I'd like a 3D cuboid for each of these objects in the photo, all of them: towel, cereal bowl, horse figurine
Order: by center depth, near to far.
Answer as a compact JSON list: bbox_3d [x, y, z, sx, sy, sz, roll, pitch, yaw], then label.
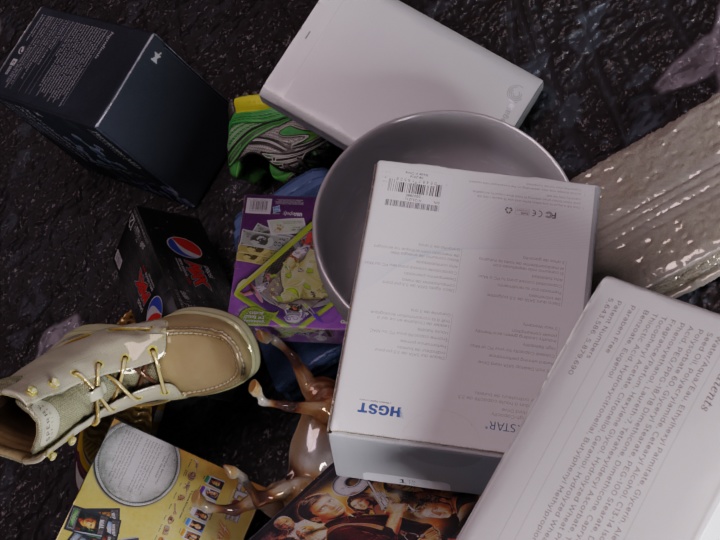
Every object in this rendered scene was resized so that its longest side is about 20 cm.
[{"bbox_3d":[0.242,-0.055,1.004,0.199,0.034,0.133,-30,47,19],"label":"towel"},{"bbox_3d":[0.064,-0.015,1.031,0.198,0.083,0.202,-2,62,3],"label":"cereal bowl"},{"bbox_3d":[-0.047,0.138,1.048,0.050,0.132,0.201,11,79,54],"label":"horse figurine"},{"bbox_3d":[-0.042,0.010,1.164,0.111,0.049,0.201,-30,47,15],"label":"towel"}]

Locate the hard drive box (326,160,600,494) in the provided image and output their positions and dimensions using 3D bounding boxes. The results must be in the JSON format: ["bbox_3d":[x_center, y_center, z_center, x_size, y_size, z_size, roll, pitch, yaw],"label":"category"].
[{"bbox_3d":[0.071,0.038,0.911,0.154,0.077,0.201,7,62,7],"label":"hard drive box"}]

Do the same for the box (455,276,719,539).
[{"bbox_3d":[0.183,0.146,0.797,0.130,0.199,0.201,21,76,43],"label":"box"}]

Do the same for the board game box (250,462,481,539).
[{"bbox_3d":[0.033,0.161,0.943,0.135,0.035,0.200,14,43,42],"label":"board game box"}]

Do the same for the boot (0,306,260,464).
[{"bbox_3d":[-0.188,0.087,1.040,0.199,0.073,0.155,-5,15,30],"label":"boot"}]

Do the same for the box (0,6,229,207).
[{"bbox_3d":[-0.238,-0.161,1.355,0.199,0.148,0.108,19,75,43],"label":"box"}]

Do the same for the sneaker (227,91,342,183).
[{"bbox_3d":[-0.035,-0.118,1.237,0.199,0.078,0.086,-6,74,37],"label":"sneaker"}]

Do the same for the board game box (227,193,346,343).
[{"bbox_3d":[0.000,0.000,1.090,0.198,0.032,0.121,3,57,6],"label":"board game box"}]

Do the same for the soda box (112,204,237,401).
[{"bbox_3d":[-0.155,0.025,1.200,0.064,0.070,0.200,-63,33,24],"label":"soda box"}]

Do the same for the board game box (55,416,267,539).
[{"bbox_3d":[-0.173,0.234,1.068,0.135,0.035,0.201,25,73,-2],"label":"board game box"}]

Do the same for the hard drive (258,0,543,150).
[{"bbox_3d":[0.033,-0.149,1.154,0.199,0.026,0.132,31,81,12],"label":"hard drive"}]

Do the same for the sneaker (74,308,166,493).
[{"bbox_3d":[-0.203,0.117,1.199,0.201,0.074,0.090,-72,6,-48],"label":"sneaker"}]
